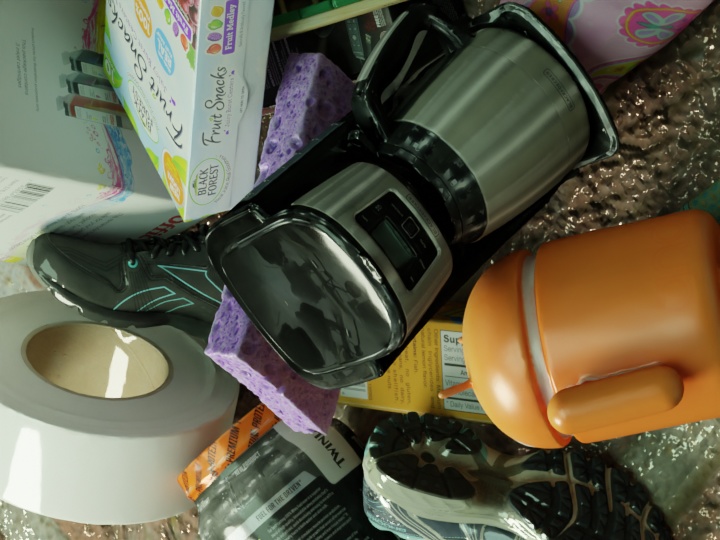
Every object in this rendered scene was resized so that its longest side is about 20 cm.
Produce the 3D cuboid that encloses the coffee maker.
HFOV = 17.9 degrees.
[{"bbox_3d":[0.023,-0.031,1.275,0.135,0.200,0.192,42,151,11],"label":"coffee maker"}]

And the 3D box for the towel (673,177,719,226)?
[{"bbox_3d":[0.256,-0.007,1.262,0.200,0.022,0.147,-41,73,42],"label":"towel"}]

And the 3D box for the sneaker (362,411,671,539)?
[{"bbox_3d":[0.094,0.153,1.394,0.199,0.078,0.087,22,140,5],"label":"sneaker"}]

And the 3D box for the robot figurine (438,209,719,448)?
[{"bbox_3d":[0.143,0.033,1.261,0.199,0.117,0.145,-13,63,16],"label":"robot figurine"}]

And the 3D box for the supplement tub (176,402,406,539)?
[{"bbox_3d":[-0.020,0.181,1.465,0.200,0.122,0.122,50,130,4],"label":"supplement tub"}]

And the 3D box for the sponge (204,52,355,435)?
[{"bbox_3d":[-0.030,-0.016,1.362,0.030,0.112,0.201,2,65,32],"label":"sponge"}]

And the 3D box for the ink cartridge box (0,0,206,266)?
[{"bbox_3d":[-0.217,-0.095,1.513,0.145,0.199,0.146,-26,62,42],"label":"ink cartridge box"}]

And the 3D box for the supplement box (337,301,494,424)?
[{"bbox_3d":[0.059,0.055,1.422,0.199,0.066,0.069,7,103,39],"label":"supplement box"}]

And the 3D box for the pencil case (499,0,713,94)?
[{"bbox_3d":[0.164,-0.179,1.258,0.200,0.087,0.088,-44,72,39],"label":"pencil case"}]

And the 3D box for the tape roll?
[{"bbox_3d":[-0.185,0.089,1.554,0.202,0.202,0.071,31,121,32],"label":"tape roll"}]

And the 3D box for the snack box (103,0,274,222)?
[{"bbox_3d":[-0.106,-0.149,1.367,0.201,0.053,0.143,100,149,-49],"label":"snack box"}]

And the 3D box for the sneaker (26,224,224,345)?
[{"bbox_3d":[-0.121,0.001,1.510,0.075,0.199,0.080,-113,43,-62],"label":"sneaker"}]

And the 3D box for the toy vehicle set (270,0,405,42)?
[{"bbox_3d":[0.021,-0.221,1.330,0.199,0.027,0.125,-17,91,6],"label":"toy vehicle set"}]

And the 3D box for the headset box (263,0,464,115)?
[{"bbox_3d":[-0.043,-0.183,1.439,0.199,0.075,0.150,-15,92,42],"label":"headset box"}]
